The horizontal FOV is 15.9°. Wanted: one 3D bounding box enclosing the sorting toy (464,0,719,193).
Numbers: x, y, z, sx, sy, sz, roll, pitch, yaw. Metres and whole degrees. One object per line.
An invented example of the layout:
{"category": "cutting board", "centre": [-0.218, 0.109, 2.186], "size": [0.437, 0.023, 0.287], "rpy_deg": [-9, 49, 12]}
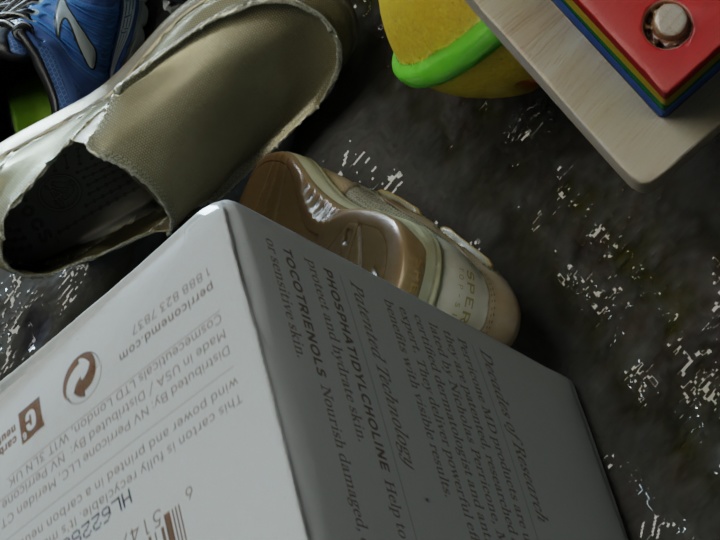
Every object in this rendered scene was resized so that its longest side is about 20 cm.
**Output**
{"category": "sorting toy", "centre": [0.108, -0.170, 0.902], "size": [0.200, 0.070, 0.199], "rpy_deg": [-41, 80, -2]}

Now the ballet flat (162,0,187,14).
{"category": "ballet flat", "centre": [-0.116, -0.152, 1.175], "size": [0.199, 0.073, 0.074], "rpy_deg": [13, 77, 15]}

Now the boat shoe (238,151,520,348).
{"category": "boat shoe", "centre": [0.000, 0.000, 1.037], "size": [0.200, 0.065, 0.073], "rpy_deg": [23, 95, 65]}

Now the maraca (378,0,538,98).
{"category": "maraca", "centre": [0.080, -0.149, 1.003], "size": [0.200, 0.107, 0.137], "rpy_deg": [-52, 19, -9]}

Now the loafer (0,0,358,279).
{"category": "loafer", "centre": [-0.083, -0.054, 1.110], "size": [0.199, 0.076, 0.068], "rpy_deg": [-35, 31, 12]}

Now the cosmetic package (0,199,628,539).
{"category": "cosmetic package", "centre": [-0.021, 0.115, 0.898], "size": [0.167, 0.199, 0.167], "rpy_deg": [-37, 49, 24]}

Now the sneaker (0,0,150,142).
{"category": "sneaker", "centre": [-0.151, -0.105, 1.212], "size": [0.078, 0.089, 0.201], "rpy_deg": [-32, 51, 27]}
